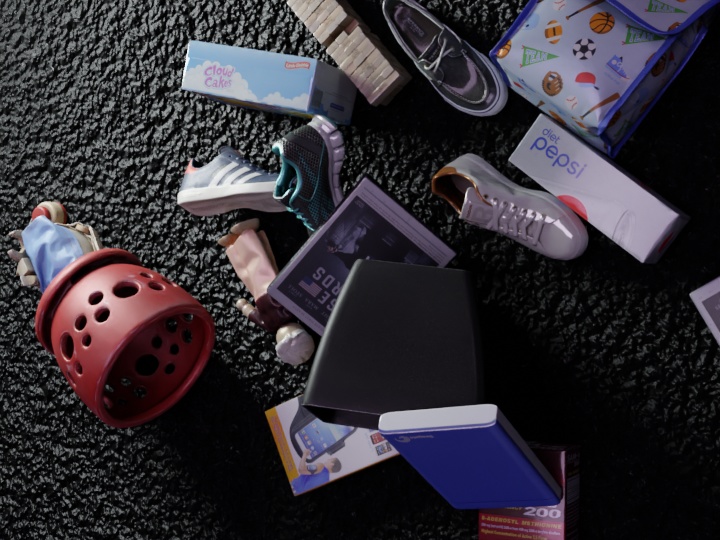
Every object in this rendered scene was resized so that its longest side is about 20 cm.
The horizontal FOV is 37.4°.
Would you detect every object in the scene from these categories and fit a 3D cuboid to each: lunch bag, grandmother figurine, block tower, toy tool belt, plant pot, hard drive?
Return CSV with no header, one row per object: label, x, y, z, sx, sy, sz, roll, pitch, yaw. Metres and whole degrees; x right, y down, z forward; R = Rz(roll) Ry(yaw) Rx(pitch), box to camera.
lunch bag,0.271,-0.261,1.178,0.170,0.124,0.200,41,93,22
grandmother figurine,-0.118,0.032,1.413,0.121,0.060,0.201,-39,73,50
block tower,-0.015,-0.296,1.363,0.054,0.058,0.200,-44,69,20
toy tool belt,-0.447,-0.025,1.546,0.125,0.123,0.200,-43,71,20
plant pot,-0.327,0.081,1.441,0.182,0.200,0.201,38,106,26
plant pot,0.055,0.092,1.229,0.199,0.200,0.179,7,78,7
hard drive,0.121,0.205,1.143,0.131,0.200,0.025,-9,52,27

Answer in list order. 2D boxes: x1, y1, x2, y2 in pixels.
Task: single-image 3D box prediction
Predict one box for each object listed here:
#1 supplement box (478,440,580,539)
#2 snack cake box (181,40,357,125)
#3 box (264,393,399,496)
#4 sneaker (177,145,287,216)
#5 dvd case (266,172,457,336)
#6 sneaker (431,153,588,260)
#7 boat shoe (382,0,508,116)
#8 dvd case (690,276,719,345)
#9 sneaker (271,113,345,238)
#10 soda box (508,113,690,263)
supplement box,0.196,0.302,1.239,0.108,0.061,0.201,-1,88,28
snack cake box,-0.117,-0.243,1.381,0.199,0.115,0.068,14,95,27
box,-0.020,0.200,1.366,0.199,0.041,0.120,-28,77,27
sneaker,-0.153,-0.127,1.426,0.199,0.075,0.085,-1,70,19
dvd case,0.000,0.000,1.329,0.150,0.025,0.200,39,108,-9
sneaker,0.166,-0.062,1.239,0.200,0.084,0.073,33,130,29
boat shoe,0.093,-0.260,1.295,0.200,0.071,0.072,45,108,20
dvd case,0.463,0.074,1.114,0.150,0.025,0.201,-34,75,23
sneaker,-0.069,-0.094,1.333,0.077,0.091,0.201,33,138,48
soda box,0.269,-0.093,1.204,0.200,0.063,0.068,42,108,22
